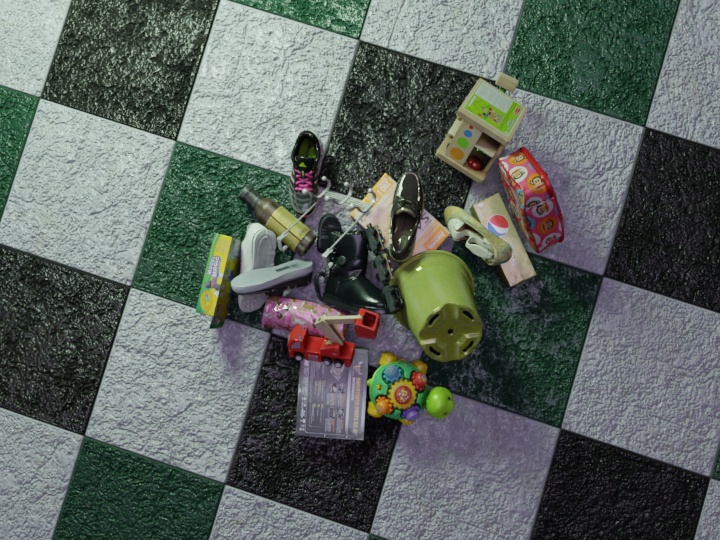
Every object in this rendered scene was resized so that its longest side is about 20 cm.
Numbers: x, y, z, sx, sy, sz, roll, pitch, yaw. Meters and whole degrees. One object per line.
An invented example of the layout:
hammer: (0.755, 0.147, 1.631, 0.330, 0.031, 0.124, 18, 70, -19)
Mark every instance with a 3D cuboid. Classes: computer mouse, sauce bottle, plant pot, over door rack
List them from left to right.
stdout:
sauce bottle: (-0.190, -0.118, 1.343, 0.199, 0.065, 0.065, 42, 89, 3)
over door rack: (-0.076, -0.116, 1.262, 0.146, 0.067, 0.201, 20, 64, 33)
computer mouse: (-0.079, -0.029, 1.355, 0.058, 0.034, 0.204, 6, 92, -23)
plant pot: (0.167, 0.087, 1.227, 0.196, 0.185, 0.204, -2, 114, -5)

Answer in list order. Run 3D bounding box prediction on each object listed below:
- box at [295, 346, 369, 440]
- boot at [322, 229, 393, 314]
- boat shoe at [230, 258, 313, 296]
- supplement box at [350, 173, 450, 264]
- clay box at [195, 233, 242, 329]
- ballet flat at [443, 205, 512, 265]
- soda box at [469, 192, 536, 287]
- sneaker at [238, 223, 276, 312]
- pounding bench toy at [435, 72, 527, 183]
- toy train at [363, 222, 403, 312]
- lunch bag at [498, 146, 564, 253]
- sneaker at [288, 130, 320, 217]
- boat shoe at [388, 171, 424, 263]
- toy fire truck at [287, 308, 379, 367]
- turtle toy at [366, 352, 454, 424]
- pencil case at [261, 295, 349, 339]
box: (-0.062, 0.271, 1.328, 0.155, 0.048, 0.204, 3, 88, 1)
boot: (0.000, 0.000, 1.276, 0.198, 0.076, 0.172, 11, 97, 39)
boat shoe: (-0.188, 0.027, 1.298, 0.197, 0.068, 0.058, -16, 120, -31)
supplement box: (0.089, -0.102, 1.329, 0.200, 0.074, 0.126, 42, 89, 3)
clay box: (-0.315, 0.026, 1.314, 0.047, 0.115, 0.204, 14, 87, 3)
ballet flat: (0.241, -0.076, 1.287, 0.071, 0.071, 0.200, -49, 58, -1)
soda box: (0.318, -0.065, 1.326, 0.067, 0.064, 0.203, -24, 86, 0)
sneaker: (-0.244, -0.006, 1.341, 0.080, 0.076, 0.204, 26, 106, 44)
pounding bench toy: (0.276, -0.323, 1.307, 0.123, 0.157, 0.201, 32, 58, 3)
toy train: (0.051, -0.008, 1.233, 0.034, 0.045, 0.203, -32, 65, 38)
lunch bag: (0.358, -0.156, 1.261, 0.081, 0.201, 0.178, -25, 43, 6)
sneaker: (-0.128, -0.225, 1.334, 0.072, 0.087, 0.204, 6, 88, 2)
boat shoe: (0.100, -0.120, 1.256, 0.072, 0.065, 0.204, 5, 79, 3)
toy fire truck: (-0.060, 0.138, 1.238, 0.196, 0.049, 0.143, 9, 131, 9)
turtle toy: (0.108, 0.271, 1.294, 0.196, 0.101, 0.149, 15, 88, -6)
pencil case: (-0.124, 0.111, 1.320, 0.196, 0.083, 0.088, 14, 99, 2)
